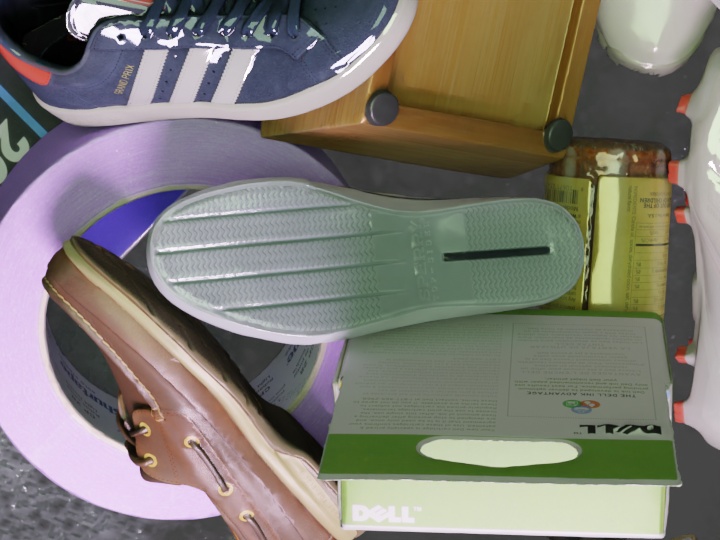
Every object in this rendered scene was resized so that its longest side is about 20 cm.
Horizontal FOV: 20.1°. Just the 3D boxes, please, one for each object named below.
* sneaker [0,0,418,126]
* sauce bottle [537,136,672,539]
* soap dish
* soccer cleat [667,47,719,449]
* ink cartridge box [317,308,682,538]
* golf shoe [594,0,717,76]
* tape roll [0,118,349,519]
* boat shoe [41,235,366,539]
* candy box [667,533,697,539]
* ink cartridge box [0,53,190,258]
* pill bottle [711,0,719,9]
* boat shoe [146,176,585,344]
[{"bbox_3d":[-0.075,-0.111,0.871,0.199,0.085,0.075,-10,59,26],"label":"sneaker"},{"bbox_3d":[0.116,0.035,1.000,0.066,0.066,0.201,5,97,3],"label":"sauce bottle"},{"bbox_3d":[0.045,-0.146,0.943,0.157,0.081,0.201,7,99,-39],"label":"soap dish"},{"bbox_3d":[0.194,-0.009,0.985,0.077,0.069,0.201,3,103,24],"label":"soccer cleat"},{"bbox_3d":[0.060,0.081,0.874,0.147,0.200,0.076,1,108,5],"label":"ink cartridge box"},{"bbox_3d":[0.150,-0.192,0.959,0.078,0.097,0.201,7,98,-1],"label":"golf shoe"},{"bbox_3d":[-0.087,0.016,0.982,0.199,0.066,0.201,-3,107,-9],"label":"tape roll"},{"bbox_3d":[-0.079,0.070,0.928,0.068,0.072,0.200,-41,112,2],"label":"boat shoe"},{"bbox_3d":[0.091,0.219,1.022,0.199,0.056,0.117,-16,94,4],"label":"candy box"},{"bbox_3d":[-0.154,-0.110,0.999,0.200,0.043,0.198,45,107,-2],"label":"ink cartridge box"},{"bbox_3d":[0.248,-0.161,0.905,0.199,0.112,0.113,-10,96,-30],"label":"pill bottle"},{"bbox_3d":[0.000,0.000,0.922,0.199,0.067,0.074,4,83,-12],"label":"boat shoe"}]
